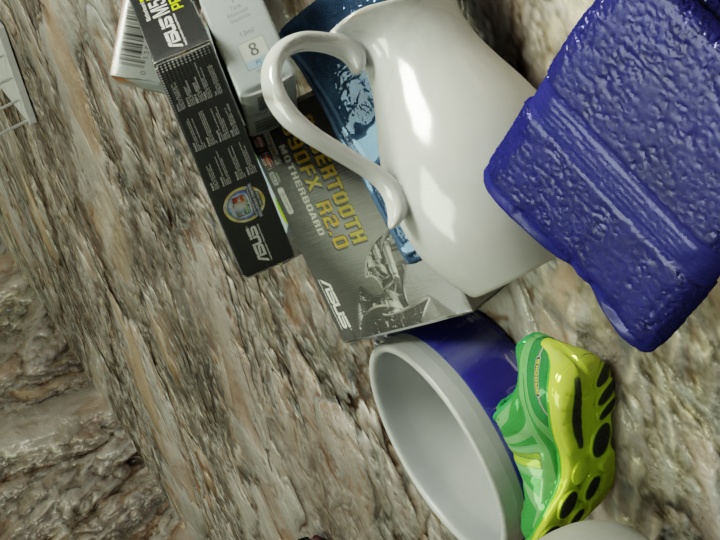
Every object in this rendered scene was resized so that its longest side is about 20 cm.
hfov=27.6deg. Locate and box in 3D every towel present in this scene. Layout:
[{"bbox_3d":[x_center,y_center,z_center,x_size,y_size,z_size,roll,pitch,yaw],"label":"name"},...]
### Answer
[{"bbox_3d":[0.157,-0.064,0.780,0.148,0.049,0.201,47,144,13],"label":"towel"},{"bbox_3d":[0.029,-0.115,1.032,0.111,0.048,0.202,-30,86,34],"label":"towel"}]

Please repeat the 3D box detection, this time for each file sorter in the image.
[{"bbox_3d":[-0.655,-0.337,2.485,0.139,0.124,0.202,44,154,40],"label":"file sorter"}]

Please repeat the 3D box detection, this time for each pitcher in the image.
[{"bbox_3d":[0.041,-0.079,0.923,0.202,0.170,0.121,62,157,0],"label":"pitcher"}]

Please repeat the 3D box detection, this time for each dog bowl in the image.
[{"bbox_3d":[0.092,0.134,1.233,0.201,0.078,0.201,51,158,29],"label":"dog bowl"}]

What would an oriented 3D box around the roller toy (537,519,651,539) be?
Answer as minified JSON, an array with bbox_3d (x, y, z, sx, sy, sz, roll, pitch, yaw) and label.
[{"bbox_3d":[0.180,0.287,1.043,0.139,0.198,0.185,30,138,56],"label":"roller toy"}]

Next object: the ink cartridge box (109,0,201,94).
[{"bbox_3d":[-0.164,-0.231,1.238,0.200,0.049,0.165,-148,67,-86],"label":"ink cartridge box"}]

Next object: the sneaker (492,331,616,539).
[{"bbox_3d":[0.145,0.126,1.100,0.083,0.073,0.202,41,144,40],"label":"sneaker"}]

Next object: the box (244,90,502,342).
[{"bbox_3d":[0.008,-0.052,1.157,0.157,0.048,0.202,-15,104,48],"label":"box"}]

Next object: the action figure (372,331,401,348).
[{"bbox_3d":[0.000,0.000,1.311,0.130,0.069,0.202,34,150,46],"label":"action figure"}]

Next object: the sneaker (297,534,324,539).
[{"bbox_3d":[-0.060,0.445,2.106,0.116,0.075,0.201,57,151,29],"label":"sneaker"}]

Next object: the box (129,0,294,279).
[{"bbox_3d":[-0.115,-0.119,1.080,0.161,0.044,0.201,-115,4,-48],"label":"box"}]

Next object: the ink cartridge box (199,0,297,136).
[{"bbox_3d":[-0.103,-0.207,1.058,0.160,0.047,0.202,107,139,-86],"label":"ink cartridge box"}]

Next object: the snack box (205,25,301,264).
[{"bbox_3d":[-0.105,-0.125,1.433,0.201,0.053,0.143,55,159,19],"label":"snack box"}]
